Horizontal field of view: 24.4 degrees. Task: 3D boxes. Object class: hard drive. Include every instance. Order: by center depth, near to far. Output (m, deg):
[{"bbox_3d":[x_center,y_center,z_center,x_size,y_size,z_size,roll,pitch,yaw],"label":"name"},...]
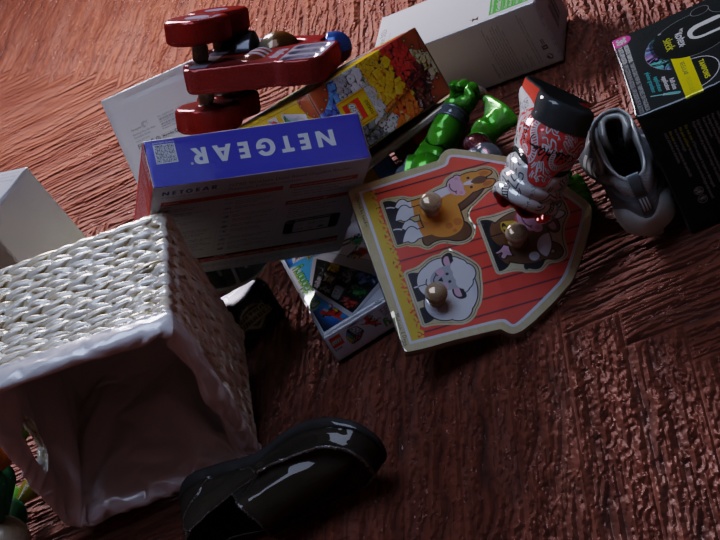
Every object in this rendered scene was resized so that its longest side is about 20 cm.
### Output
[{"bbox_3d":[-0.181,-0.115,1.788,0.131,0.201,0.026,-21,8,19],"label":"hard drive"}]

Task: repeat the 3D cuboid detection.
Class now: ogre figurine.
[{"bbox_3d":[0.114,-0.091,1.555,0.120,0.098,0.200,-40,73,-4],"label":"ogre figurine"}]

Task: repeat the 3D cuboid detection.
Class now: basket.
[{"bbox_3d":[-0.214,0.088,1.459,0.199,0.199,0.161,-20,42,9],"label":"basket"}]

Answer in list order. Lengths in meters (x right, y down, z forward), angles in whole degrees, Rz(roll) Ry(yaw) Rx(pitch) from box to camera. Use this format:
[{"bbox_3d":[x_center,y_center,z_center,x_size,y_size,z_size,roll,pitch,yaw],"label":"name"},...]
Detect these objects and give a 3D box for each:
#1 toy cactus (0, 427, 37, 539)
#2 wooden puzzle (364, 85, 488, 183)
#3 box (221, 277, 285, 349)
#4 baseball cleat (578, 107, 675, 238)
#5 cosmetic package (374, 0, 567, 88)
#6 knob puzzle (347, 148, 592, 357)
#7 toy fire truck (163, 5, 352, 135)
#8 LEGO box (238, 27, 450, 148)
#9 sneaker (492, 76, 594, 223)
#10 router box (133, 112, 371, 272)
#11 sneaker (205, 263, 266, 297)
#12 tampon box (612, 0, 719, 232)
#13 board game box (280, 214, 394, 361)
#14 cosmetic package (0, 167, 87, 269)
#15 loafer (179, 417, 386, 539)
[{"bbox_3d":[-0.334,0.209,1.496,0.102,0.200,0.166,-7,65,-16],"label":"toy cactus"},{"bbox_3d":[0.029,-0.123,1.713,0.200,0.046,0.185,-32,9,-9],"label":"wooden puzzle"},{"bbox_3d":[-0.202,0.066,1.680,0.200,0.050,0.198,-40,31,-15],"label":"box"},{"bbox_3d":[0.230,-0.110,1.466,0.069,0.107,0.200,-23,29,2],"label":"baseball cleat"},{"bbox_3d":[0.121,-0.254,1.826,0.199,0.085,0.108,-18,34,22],"label":"cosmetic package"},{"bbox_3d":[0.107,-0.031,1.450,0.218,0.031,0.221,-2,59,4],"label":"knob puzzle"},{"bbox_3d":[-0.097,-0.206,1.660,0.167,0.113,0.200,-3,14,11],"label":"toy fire truck"},{"bbox_3d":[-0.026,-0.158,1.685,0.149,0.077,0.200,-35,9,-28],"label":"LEGO box"},{"bbox_3d":[0.155,-0.105,1.452,0.201,0.067,0.108,-72,4,-78],"label":"sneaker"},{"bbox_3d":[-0.102,-0.065,1.517,0.199,0.180,0.049,-9,65,-16],"label":"router box"},{"bbox_3d":[-0.183,0.019,1.614,0.199,0.090,0.078,-21,65,-22],"label":"sneaker"},{"bbox_3d":[0.338,-0.157,1.416,0.199,0.127,0.150,-24,30,13],"label":"tampon box"},{"bbox_3d":[0.000,0.000,1.598,0.126,0.035,0.200,-31,28,0],"label":"board game box"},{"bbox_3d":[-0.319,0.000,1.641,0.113,0.200,0.081,-3,41,44],"label":"cosmetic package"},{"bbox_3d":[-0.064,0.184,1.350,0.199,0.073,0.072,-26,33,28],"label":"loafer"}]
